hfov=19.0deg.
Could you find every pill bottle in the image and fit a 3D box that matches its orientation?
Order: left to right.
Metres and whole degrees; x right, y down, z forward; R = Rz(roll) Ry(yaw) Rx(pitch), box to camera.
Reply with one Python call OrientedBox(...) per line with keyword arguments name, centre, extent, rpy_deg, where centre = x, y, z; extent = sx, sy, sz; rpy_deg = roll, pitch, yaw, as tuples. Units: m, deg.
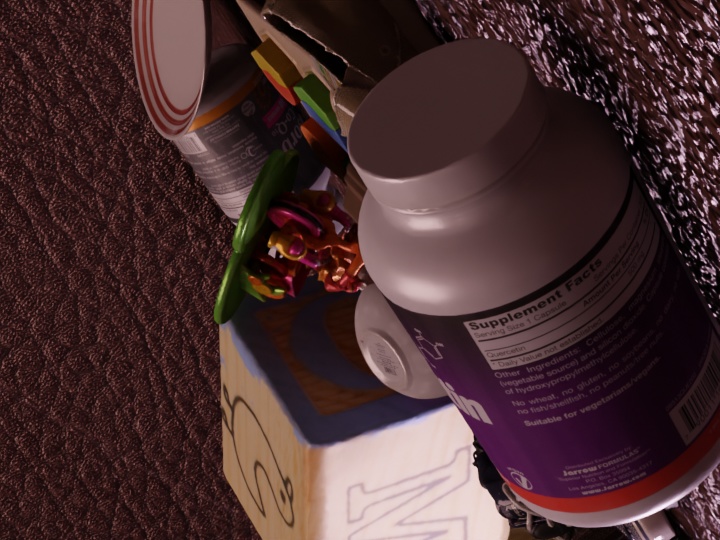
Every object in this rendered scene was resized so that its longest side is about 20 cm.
OrientedBox(name="pill bottle", centre=(-0.101, -0.111, 2.083), extent=(0.200, 0.116, 0.116), rpy_deg=(55, 177, -25))
OrientedBox(name="pill bottle", centre=(0.072, 0.005, 0.867), extent=(0.200, 0.112, 0.112), rpy_deg=(56, 176, -36))

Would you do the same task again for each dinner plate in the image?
OrientedBox(name="dinner plate", centre=(-0.169, -0.220, 1.974), extent=(0.200, 0.024, 0.200), rpy_deg=(177, 90, -66))

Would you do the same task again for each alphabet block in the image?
OrientedBox(name="alphabet block", centre=(0.005, 0.130, 1.792), extent=(0.195, 0.196, 0.200), rpy_deg=(-125, 27, -45))

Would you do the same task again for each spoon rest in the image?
OrientedBox(name="spoon rest", centre=(0.065, 0.060, 1.550), extent=(0.200, 0.061, 0.099), rpy_deg=(19, 136, 52))

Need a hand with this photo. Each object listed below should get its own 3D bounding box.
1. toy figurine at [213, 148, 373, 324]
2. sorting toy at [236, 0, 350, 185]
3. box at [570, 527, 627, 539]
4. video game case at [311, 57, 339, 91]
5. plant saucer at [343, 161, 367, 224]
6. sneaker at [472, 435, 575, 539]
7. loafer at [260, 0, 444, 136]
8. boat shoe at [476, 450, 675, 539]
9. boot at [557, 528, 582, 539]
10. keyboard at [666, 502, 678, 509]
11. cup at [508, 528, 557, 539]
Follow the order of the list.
OrientedBox(name="toy figurine", centre=(0.000, 0.000, 1.666), extent=(0.184, 0.150, 0.200), rpy_deg=(24, 160, 5))
OrientedBox(name="sorting toy", centre=(-0.023, -0.113, 1.641), extent=(0.185, 0.036, 0.200), rpy_deg=(56, 176, -39))
OrientedBox(name="box", centre=(0.189, 0.288, 1.582), extent=(0.166, 0.164, 0.200), rpy_deg=(49, 176, 3))
OrientedBox(name="video game case", centre=(0.016, -0.101, 1.362), extent=(0.182, 0.022, 0.200), rpy_deg=(53, 177, 17))
OrientedBox(name="plant saucer", centre=(0.058, 0.005, 1.423), extent=(0.200, 0.029, 0.200), rpy_deg=(43, -176, -3))
OrientedBox(name="sneaker", centre=(0.113, 0.114, 1.604), extent=(0.200, 0.091, 0.076), rpy_deg=(55, 179, -5))
OrientedBox(name="loafer", centre=(0.023, -0.080, 1.068), extent=(0.200, 0.067, 0.076), rpy_deg=(53, 177, 13))
OrientedBox(name="boat shoe", centre=(0.141, 0.152, 1.451), extent=(0.075, 0.093, 0.200), rpy_deg=(59, 179, -15))
OrientedBox(name="boot", centre=(0.217, 0.249, 1.831), extent=(0.200, 0.073, 0.182), rpy_deg=(48, -176, -46))
OrientedBox(name="keyboard", centre=(0.170, 0.097, 1.347), extent=(0.056, 0.011, 0.200), rpy_deg=(58, 179, 28))
OrientedBox(name="cup", centre=(0.151, 0.289, 1.938), extent=(0.200, 0.200, 0.143), rpy_deg=(53, 174, 19))
